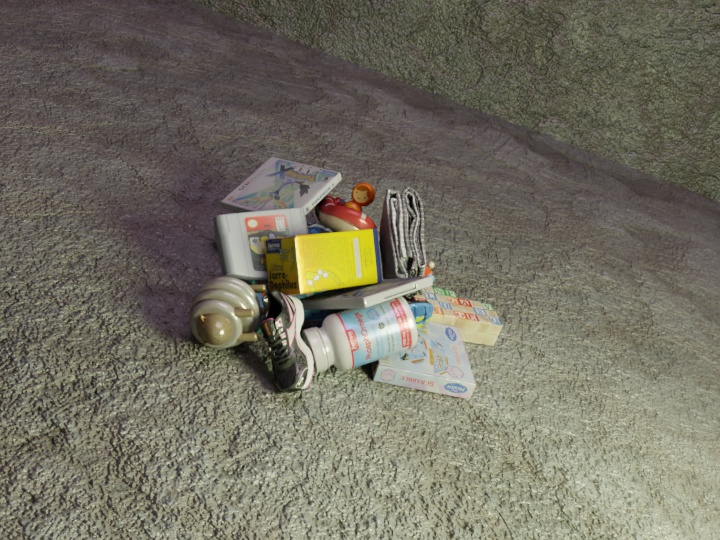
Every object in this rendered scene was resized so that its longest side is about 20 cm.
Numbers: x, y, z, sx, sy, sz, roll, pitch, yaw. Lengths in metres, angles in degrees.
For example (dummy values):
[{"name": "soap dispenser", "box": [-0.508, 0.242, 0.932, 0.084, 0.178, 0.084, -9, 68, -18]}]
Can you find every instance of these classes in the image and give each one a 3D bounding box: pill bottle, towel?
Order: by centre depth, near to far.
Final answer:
[{"name": "pill bottle", "box": [-0.003, 0.122, 1.499, 0.200, 0.109, 0.109, -17, 40, -15]}, {"name": "towel", "box": [0.095, -0.052, 1.697, 0.085, 0.166, 0.200, -4, 67, -6]}]

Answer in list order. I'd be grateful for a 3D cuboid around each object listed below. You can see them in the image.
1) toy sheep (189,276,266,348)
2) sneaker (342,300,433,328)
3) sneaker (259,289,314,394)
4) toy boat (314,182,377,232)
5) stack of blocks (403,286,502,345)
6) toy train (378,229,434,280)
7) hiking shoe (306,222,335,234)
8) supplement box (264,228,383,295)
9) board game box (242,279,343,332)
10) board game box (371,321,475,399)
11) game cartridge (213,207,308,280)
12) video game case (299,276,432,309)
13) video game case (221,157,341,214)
[{"name": "toy sheep", "box": [-0.241, 0.073, 1.459, 0.138, 0.138, 0.200, 19, 24, -1]}, {"name": "sneaker", "box": [0.058, 0.076, 1.621, 0.199, 0.071, 0.083, 0, 38, -21]}, {"name": "sneaker", "box": [-0.145, 0.123, 1.420, 0.086, 0.080, 0.200, 39, 29, -50]}, {"name": "toy boat", "box": [-0.015, -0.132, 1.741, 0.130, 0.131, 0.200, 30, 10, -18]}, {"name": "stack of blocks", "box": [0.200, 0.097, 1.776, 0.200, 0.059, 0.115, 11, 29, -17]}, {"name": "toy train", "box": [0.068, -0.006, 1.851, 0.150, 0.056, 0.200, -30, 54, -30]}, {"name": "hiking shoe", "box": [-0.142, -0.056, 1.682, 0.200, 0.075, 0.087, 9, 37, 24]}, {"name": "supplement box", "box": [-0.070, -0.018, 1.549, 0.200, 0.110, 0.109, -7, 2, -38]}, {"name": "board game box", "box": [-0.134, 0.043, 1.612, 0.200, 0.045, 0.152, -1, 59, -35]}, {"name": "board game box", "box": [0.117, 0.166, 1.616, 0.199, 0.041, 0.200, 13, 29, -10]}, {"name": "game cartridge", "box": [-0.183, -0.050, 1.562, 0.200, 0.133, 0.041, -9, -1, -37]}, {"name": "video game case", "box": [0.007, 0.043, 1.548, 0.182, 0.022, 0.200, -16, 7, -41]}, {"name": "video game case", "box": [-0.172, -0.174, 1.740, 0.200, 0.022, 0.182, 17, 49, 32]}]
